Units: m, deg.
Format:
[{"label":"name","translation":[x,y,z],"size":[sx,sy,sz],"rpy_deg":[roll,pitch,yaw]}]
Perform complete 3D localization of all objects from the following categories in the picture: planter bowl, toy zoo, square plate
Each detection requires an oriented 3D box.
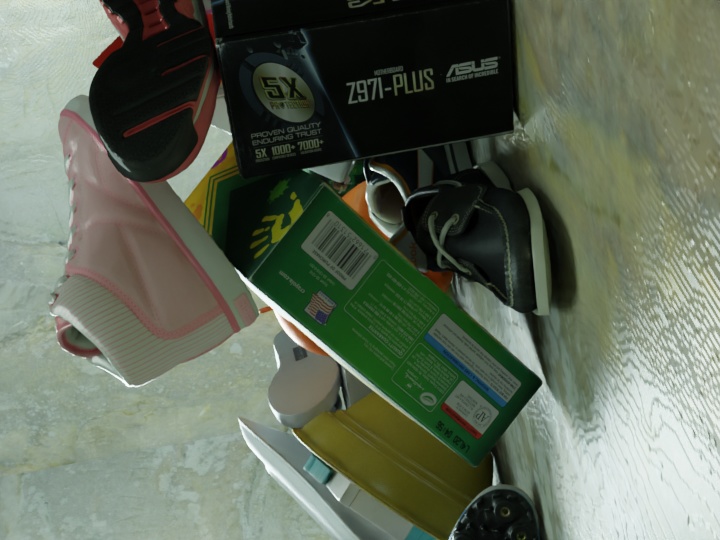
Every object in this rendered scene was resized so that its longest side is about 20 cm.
[{"label":"planter bowl","translation":[0.048,0.152,1.048],"size":[0.084,0.199,0.200],"rpy_deg":[-57,3,-2]},{"label":"toy zoo","translation":[0.040,0.211,1.057],"size":[0.021,0.199,0.131],"rpy_deg":[-56,2,-3]},{"label":"square plate","translation":[-0.001,0.214,1.139],"size":[0.197,0.029,0.200],"rpy_deg":[30,-175,-47]}]

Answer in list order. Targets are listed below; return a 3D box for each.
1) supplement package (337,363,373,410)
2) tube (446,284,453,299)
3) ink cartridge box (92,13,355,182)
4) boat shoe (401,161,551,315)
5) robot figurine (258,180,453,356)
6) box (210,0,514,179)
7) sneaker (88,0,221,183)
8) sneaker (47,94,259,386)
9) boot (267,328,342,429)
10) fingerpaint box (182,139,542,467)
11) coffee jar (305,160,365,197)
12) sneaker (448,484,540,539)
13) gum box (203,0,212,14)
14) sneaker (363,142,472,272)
[{"label":"supplement package","translation":[0.035,0.099,1.227],"size":[0.200,0.108,0.115],"rpy_deg":[-108,9,-70]},{"label":"tube","translation":[0.042,-0.069,1.124],"size":[0.058,0.051,0.202],"rpy_deg":[-96,-3,-72]},{"label":"ink cartridge box","translation":[-0.076,-0.157,0.945],"size":[0.161,0.198,0.048],"rpy_deg":[-67,3,-56]},{"label":"boat shoe","translation":[0.067,-0.015,0.736],"size":[0.200,0.067,0.073],"rpy_deg":[-117,19,-74]},{"label":"robot figurine","translation":[-0.002,-0.001,1.067],"size":[0.117,0.200,0.144],"rpy_deg":[51,-138,-2]},{"label":"box","translation":[-0.008,-0.151,0.776],"size":[0.201,0.162,0.087],"rpy_deg":[-104,5,-57]},{"label":"sneaker","translation":[-0.105,-0.109,0.742],"size":[0.201,0.073,0.087],"rpy_deg":[-99,-13,-46]},{"label":"sneaker","translation":[-0.151,-0.016,0.741],"size":[0.200,0.104,0.076],"rpy_deg":[49,171,31]},{"label":"boot","translation":[-0.042,0.127,1.225],"size":[0.200,0.073,0.097],"rpy_deg":[-96,-12,-70]},{"label":"fingerpaint box","translation":[-0.006,0.017,0.803],"size":[0.200,0.074,0.167],"rpy_deg":[41,177,-28]},{"label":"coffee jar","translation":[-0.021,-0.122,1.166],"size":[0.104,0.084,0.203],"rpy_deg":[-128,39,-72]},{"label":"sneaker","translation":[0.100,0.232,0.928],"size":[0.073,0.071,0.202],"rpy_deg":[-55,-30,-55]},{"label":"gum box","translation":[-0.055,-0.271,1.007],"size":[0.114,0.198,0.067],"rpy_deg":[-118,17,-54]},{"label":"sneaker","translation":[0.038,-0.086,0.936],"size":[0.079,0.078,0.202],"rpy_deg":[83,177,-51]}]
